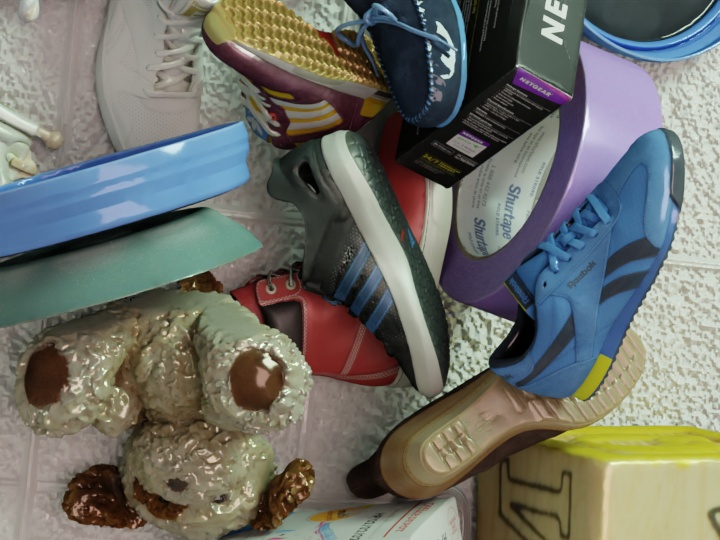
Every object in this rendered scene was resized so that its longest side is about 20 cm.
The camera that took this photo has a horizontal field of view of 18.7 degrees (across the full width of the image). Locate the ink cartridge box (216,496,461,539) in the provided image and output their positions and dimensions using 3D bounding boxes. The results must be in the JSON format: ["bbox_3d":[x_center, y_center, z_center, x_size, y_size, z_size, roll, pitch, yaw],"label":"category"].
[{"bbox_3d":[0.001,0.203,1.486,0.200,0.115,0.068,-7,97,18],"label":"ink cartridge box"}]

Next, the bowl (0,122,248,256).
[{"bbox_3d":[-0.166,-0.049,1.384,0.200,0.201,0.039,-18,96,-21],"label":"bowl"}]

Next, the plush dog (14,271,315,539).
[{"bbox_3d":[-0.119,0.103,1.488,0.200,0.160,0.172,-1,110,9],"label":"plush dog"}]

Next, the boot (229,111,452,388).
[{"bbox_3d":[-0.017,-0.019,1.546,0.144,0.072,0.200,5,94,-22],"label":"boot"}]

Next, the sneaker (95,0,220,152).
[{"bbox_3d":[-0.127,-0.160,1.466,0.074,0.116,0.200,-4,96,-24],"label":"sneaker"}]

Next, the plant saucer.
[{"bbox_3d":[-0.163,-0.005,1.413,0.200,0.200,0.036,-17,96,-21],"label":"plant saucer"}]

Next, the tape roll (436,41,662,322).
[{"bbox_3d":[0.127,-0.062,1.531,0.066,0.200,0.200,19,86,-23],"label":"tape roll"}]

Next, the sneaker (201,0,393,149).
[{"bbox_3d":[-0.053,-0.122,1.473,0.090,0.075,0.200,-43,151,21],"label":"sneaker"}]

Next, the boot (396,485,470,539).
[{"bbox_3d":[0.047,0.249,1.571,0.073,0.096,0.200,19,86,-23],"label":"boot"}]

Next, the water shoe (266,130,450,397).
[{"bbox_3d":[0.000,0.000,1.498,0.079,0.072,0.200,-17,108,15],"label":"water shoe"}]

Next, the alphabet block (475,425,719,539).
[{"bbox_3d":[0.203,0.220,1.584,0.195,0.196,0.200,0,93,-25],"label":"alphabet block"}]

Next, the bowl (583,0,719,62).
[{"bbox_3d":[0.219,-0.257,1.647,0.200,0.039,0.201,-2,94,-23],"label":"bowl"}]

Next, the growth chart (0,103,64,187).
[{"bbox_3d":[-0.304,-0.043,1.449,0.145,0.018,0.200,34,80,-21],"label":"growth chart"}]

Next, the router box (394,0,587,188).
[{"bbox_3d":[0.096,-0.174,1.501,0.051,0.149,0.200,25,57,-22],"label":"router box"}]

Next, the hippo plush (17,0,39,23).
[{"bbox_3d":[-0.227,-0.238,1.393,0.200,0.161,0.160,-18,100,-21],"label":"hippo plush"}]

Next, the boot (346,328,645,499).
[{"bbox_3d":[0.091,0.100,1.547,0.200,0.166,0.072,-27,89,-19],"label":"boot"}]

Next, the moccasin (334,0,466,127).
[{"bbox_3d":[0.014,-0.186,1.466,0.068,0.080,0.200,3,60,-38],"label":"moccasin"}]

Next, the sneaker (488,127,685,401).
[{"bbox_3d":[0.144,-0.005,1.412,0.078,0.066,0.200,15,116,-17],"label":"sneaker"}]
